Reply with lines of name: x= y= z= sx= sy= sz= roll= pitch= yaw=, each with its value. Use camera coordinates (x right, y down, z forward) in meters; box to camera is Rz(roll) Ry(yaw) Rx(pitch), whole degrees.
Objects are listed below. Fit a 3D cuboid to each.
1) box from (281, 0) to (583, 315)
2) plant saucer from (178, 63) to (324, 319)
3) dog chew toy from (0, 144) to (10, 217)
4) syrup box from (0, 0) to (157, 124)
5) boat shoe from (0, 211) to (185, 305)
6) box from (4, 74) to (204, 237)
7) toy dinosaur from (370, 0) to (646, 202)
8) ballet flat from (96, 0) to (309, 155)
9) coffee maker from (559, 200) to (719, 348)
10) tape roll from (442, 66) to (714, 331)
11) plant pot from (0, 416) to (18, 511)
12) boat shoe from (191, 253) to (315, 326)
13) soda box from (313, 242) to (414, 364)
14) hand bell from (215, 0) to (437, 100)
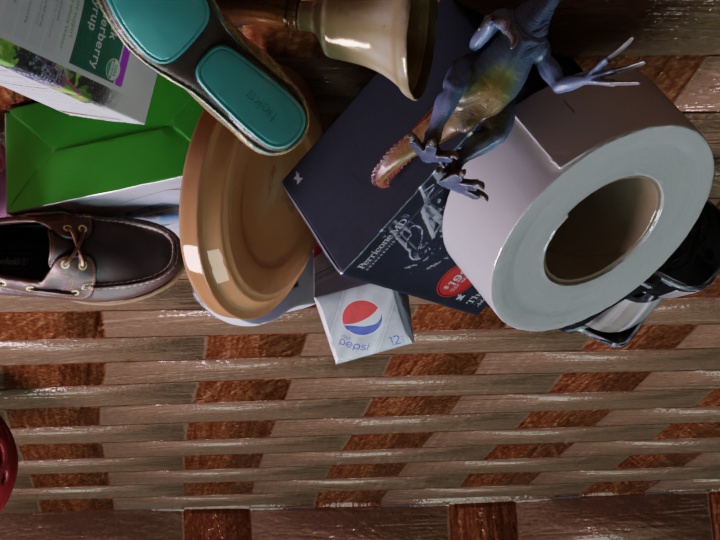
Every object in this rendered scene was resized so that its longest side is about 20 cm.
box: x=0.077 y=-0.081 z=1.480 sx=0.200 sy=0.104 sz=0.182 roll=-48 pitch=144 yaw=20
plant saucer: x=-0.075 y=-0.061 z=1.505 sx=0.032 sy=0.201 sz=0.200 roll=10 pitch=171 yaw=26
dog chew toy: x=-0.354 y=-0.051 z=1.647 sx=0.124 sy=0.125 sz=0.200 roll=8 pitch=152 yaw=-34
syrup box: x=-0.222 y=-0.164 z=1.298 sx=0.081 sy=0.079 sz=0.200 roll=10 pitch=173 yaw=35
boat shoe: x=-0.240 y=-0.010 z=1.540 sx=0.199 sy=0.071 sz=0.070 roll=-4 pitch=167 yaw=3
box: x=-0.163 y=-0.084 z=1.600 sx=0.199 sy=0.097 sz=0.176 roll=-10 pitch=160 yaw=20
toy dinosaur: x=0.086 y=-0.151 z=1.321 sx=0.199 sy=0.182 sz=0.105 roll=5 pitch=157 yaw=46
ballet flat: x=-0.115 y=-0.156 z=1.320 sx=0.200 sy=0.071 sz=0.071 roll=44 pitch=142 yaw=-21
coffee maker: x=0.224 y=-0.017 z=1.835 sx=0.191 sy=0.135 sz=0.200 roll=2 pitch=163 yaw=-14
tape roll: x=0.160 y=-0.051 z=1.429 sx=0.202 sy=0.071 sz=0.203 roll=-24 pitch=144 yaw=-18
plant pot: x=-0.548 y=0.225 z=2.423 sx=0.199 sy=0.201 sz=0.183 roll=-5 pitch=156 yaw=7
boat shoe: x=-0.102 y=0.014 z=1.710 sx=0.066 sy=0.070 sz=0.200 roll=-14 pitch=-179 yaw=26
soda box: x=0.000 y=0.000 z=1.602 sx=0.068 sy=0.064 sz=0.200 roll=-15 pitch=-157 yaw=6
hand bell: x=-0.053 y=-0.177 z=1.350 sx=0.199 sy=0.105 sz=0.104 roll=5 pitch=166 yaw=12
